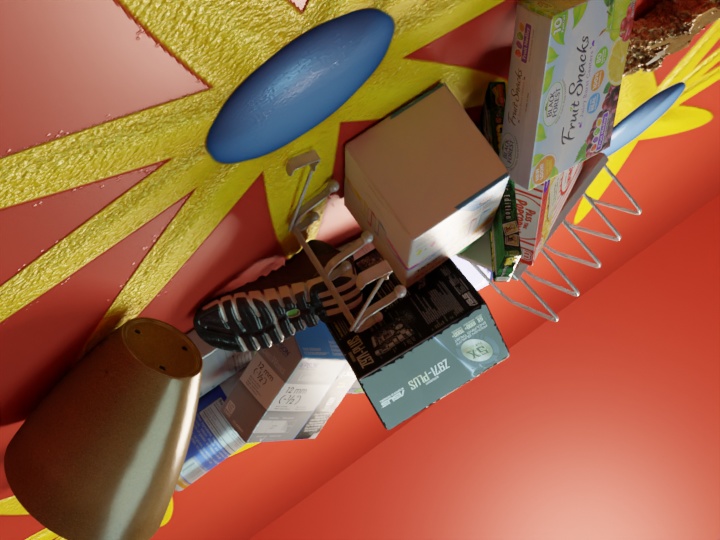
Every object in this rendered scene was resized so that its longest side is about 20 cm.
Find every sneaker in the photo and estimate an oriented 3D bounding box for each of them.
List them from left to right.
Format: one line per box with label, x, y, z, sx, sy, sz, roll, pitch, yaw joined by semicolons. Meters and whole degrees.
sneaker;-0.092;0.023;1.517;0.198;0.076;0.116;-12;-147;9

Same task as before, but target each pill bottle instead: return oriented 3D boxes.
pill bottle;-0.191;0.189;1.734;0.199;0.112;0.112;-36;167;-3

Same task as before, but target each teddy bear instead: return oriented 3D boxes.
teddy bear;0.370;-0.301;1.612;0.144;0.067;0.200;-22;169;-19

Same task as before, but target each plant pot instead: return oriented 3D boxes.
plant pot;-0.247;0.155;1.378;0.186;0.186;0.201;-14;142;-58

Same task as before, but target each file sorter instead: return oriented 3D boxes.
file sorter;0.252;-0.051;1.744;0.201;0.125;0.138;-51;-149;-9

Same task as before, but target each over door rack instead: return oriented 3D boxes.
over door rack;-0.014;-0.029;1.350;0.066;0.149;0.200;-30;167;-12

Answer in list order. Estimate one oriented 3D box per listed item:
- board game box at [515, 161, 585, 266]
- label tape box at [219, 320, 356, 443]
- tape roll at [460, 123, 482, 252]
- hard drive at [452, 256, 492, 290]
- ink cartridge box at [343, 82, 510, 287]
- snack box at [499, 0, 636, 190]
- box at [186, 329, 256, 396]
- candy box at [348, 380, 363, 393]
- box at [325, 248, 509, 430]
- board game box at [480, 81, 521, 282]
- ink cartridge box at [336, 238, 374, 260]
board game box;0.227;-0.129;1.575;0.152;0.046;0.201;90;25;-49
label tape box;-0.064;0.118;1.627;0.143;0.066;0.201;7;124;-55
tape roll;0.148;-0.106;1.639;0.200;0.048;0.201;-40;159;-18
hard drive;0.154;-0.046;1.818;0.131;0.025;0.202;-26;140;-38
ink cartridge box;0.067;-0.083;1.420;0.128;0.126;0.200;-34;166;-10
snack box;0.215;-0.201;1.377;0.141;0.053;0.202;-27;135;-33
box;-0.177;0.101;1.619;0.199;0.041;0.156;-35;166;-12
candy box;0.004;0.117;1.865;0.198;0.072;0.168;2;156;-27
box;0.051;0.058;1.496;0.163;0.200;0.087;-31;125;-3
board game box;0.156;-0.098;1.475;0.023;0.202;0.105;-2;165;-4
ink cartridge box;0.000;0.000;1.713;0.199;0.048;0.146;-24;163;-37
